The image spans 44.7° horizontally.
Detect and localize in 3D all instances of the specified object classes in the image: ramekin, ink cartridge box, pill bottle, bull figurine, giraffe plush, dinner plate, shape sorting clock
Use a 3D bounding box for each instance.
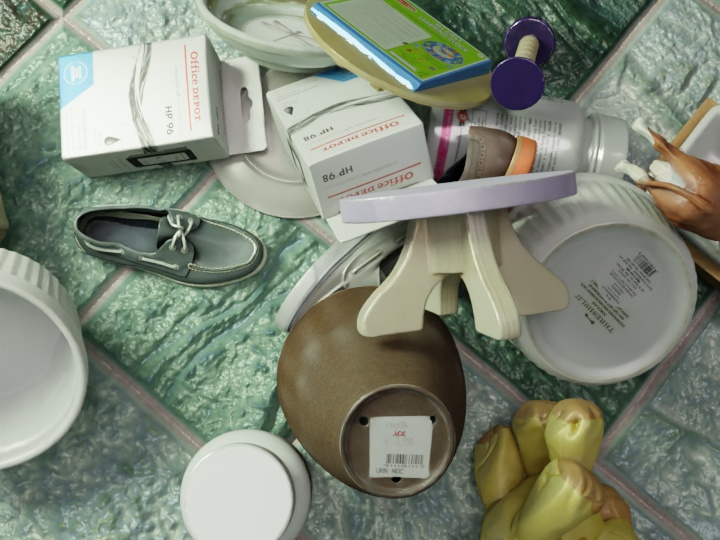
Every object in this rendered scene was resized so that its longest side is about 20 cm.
[{"bbox_3d":[-0.352,0.074,0.804,0.199,0.105,0.201,-5,115,-11],"label":"ramekin"},{"bbox_3d":[-0.205,-0.173,0.912,0.199,0.068,0.117,-8,78,4],"label":"ink cartridge box"},{"bbox_3d":[-0.100,0.200,0.783,0.114,0.200,0.115,0,79,-2],"label":"pill bottle"},{"bbox_3d":[0.164,-0.126,0.905,0.199,0.113,0.114,9,78,0],"label":"pill bottle"},{"bbox_3d":[0.221,0.014,0.840,0.199,0.105,0.201,-1,109,-2],"label":"ramekin"},{"bbox_3d":[0.305,-0.066,0.793,0.065,0.200,0.121,-50,57,14],"label":"bull figurine"},{"bbox_3d":[-0.006,-0.122,0.843,0.115,0.067,0.200,-22,40,-7],"label":"ink cartridge box"},{"bbox_3d":[0.201,0.240,0.823,0.162,0.172,0.201,30,67,-17],"label":"giraffe plush"},{"bbox_3d":[-0.071,-0.155,0.949,0.199,0.024,0.201,0,79,-2],"label":"dinner plate"},{"bbox_3d":[0.038,-0.216,0.852,0.199,0.039,0.200,14,40,-12],"label":"shape sorting clock"}]

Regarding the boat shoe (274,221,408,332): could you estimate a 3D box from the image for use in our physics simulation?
[{"bbox_3d":[0.000,0.000,0.899,0.066,0.072,0.200,44,72,10],"label":"boat shoe"}]

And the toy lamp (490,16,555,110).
[{"bbox_3d":[0.168,-0.219,0.899,0.058,0.200,0.058,8,120,14],"label":"toy lamp"}]

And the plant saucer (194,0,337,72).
[{"bbox_3d":[-0.075,-0.254,0.923,0.199,0.050,0.200,8,36,-6],"label":"plant saucer"}]

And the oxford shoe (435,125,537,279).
[{"bbox_3d":[0.099,-0.061,0.859,0.072,0.200,0.071,21,41,-5],"label":"oxford shoe"}]

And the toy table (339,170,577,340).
[{"bbox_3d":[0.087,-0.014,0.726,0.199,0.184,0.118,-6,97,-2],"label":"toy table"}]

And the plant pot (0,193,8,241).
[{"bbox_3d":[-0.433,-0.100,0.840,0.200,0.200,0.184,-23,85,-7],"label":"plant pot"}]

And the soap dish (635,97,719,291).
[{"bbox_3d":[0.393,-0.059,0.917,0.200,0.081,0.157,40,79,6],"label":"soap dish"}]

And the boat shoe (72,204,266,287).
[{"bbox_3d":[-0.197,-0.029,0.897,0.199,0.062,0.073,9,78,0],"label":"boat shoe"}]

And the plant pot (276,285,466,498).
[{"bbox_3d":[0.020,0.122,0.779,0.186,0.200,0.188,-1,98,-6],"label":"plant pot"}]
